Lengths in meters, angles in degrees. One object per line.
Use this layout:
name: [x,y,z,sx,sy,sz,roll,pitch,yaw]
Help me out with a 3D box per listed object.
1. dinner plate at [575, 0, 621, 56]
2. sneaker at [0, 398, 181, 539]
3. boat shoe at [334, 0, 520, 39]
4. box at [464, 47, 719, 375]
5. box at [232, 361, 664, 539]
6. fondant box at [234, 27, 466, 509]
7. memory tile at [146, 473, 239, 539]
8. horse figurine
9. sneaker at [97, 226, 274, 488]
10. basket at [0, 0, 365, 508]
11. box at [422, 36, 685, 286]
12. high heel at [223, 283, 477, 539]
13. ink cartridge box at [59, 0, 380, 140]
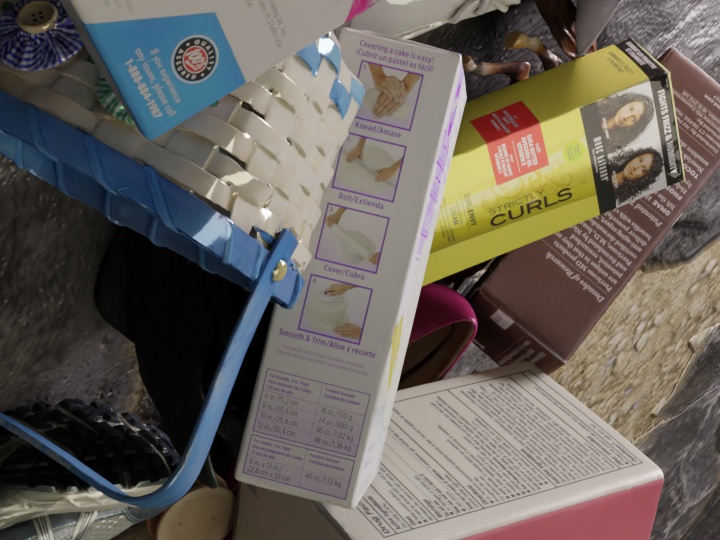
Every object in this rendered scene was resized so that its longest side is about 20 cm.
dinner plate: [0.153,-0.207,0.848,0.200,0.024,0.202,90,26,-90]
sneaker: [-0.177,0.125,0.794,0.199,0.078,0.087,-10,126,-34]
boat shoe: [0.056,-0.160,0.802,0.200,0.070,0.071,-39,146,-20]
box: [0.147,-0.031,0.995,0.200,0.075,0.100,-49,178,-14]
box: [0.045,0.142,0.883,0.198,0.128,0.110,-10,123,-32]
fondant box: [0.000,0.000,0.755,0.144,0.058,0.202,9,93,-85]
memory tile: [-0.048,0.175,0.942,0.199,0.017,0.154,1,121,-37]
horse figurine: [0.083,-0.074,0.945,0.132,0.050,0.201,19,110,-49]
sneaker: [-0.072,-0.002,0.767,0.060,0.104,0.201,-17,135,-41]
basket: [-0.104,-0.028,0.645,0.202,0.175,0.139,-66,159,-3]
box: [0.074,-0.053,0.877,0.198,0.050,0.076,-21,124,-7]
high heel: [-0.010,0.089,0.938,0.067,0.096,0.201,33,86,-24]
ink cartridge box: [-0.015,-0.146,0.515,0.199,0.068,0.115,-32,144,-6]
